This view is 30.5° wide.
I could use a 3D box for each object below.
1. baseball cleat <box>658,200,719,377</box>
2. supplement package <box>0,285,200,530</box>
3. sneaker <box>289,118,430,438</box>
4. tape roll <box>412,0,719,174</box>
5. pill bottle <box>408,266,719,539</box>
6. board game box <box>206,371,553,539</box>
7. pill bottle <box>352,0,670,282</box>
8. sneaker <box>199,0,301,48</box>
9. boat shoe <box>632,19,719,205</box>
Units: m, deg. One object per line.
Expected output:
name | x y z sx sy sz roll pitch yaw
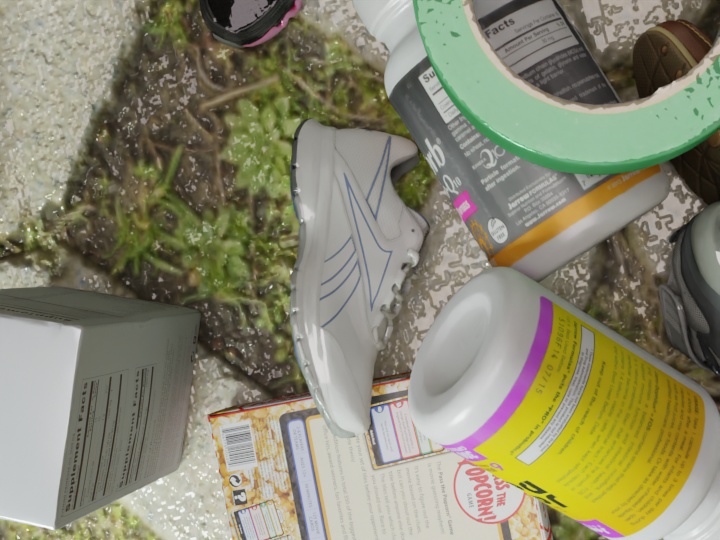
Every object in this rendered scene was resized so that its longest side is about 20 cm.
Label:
baseball cleat | 0.235 0.060 0.755 0.069 0.106 0.202 -13 77 -19
supplement package | -0.184 0.073 0.790 0.112 0.200 0.111 9 92 11
sneaker | 0.000 0.000 0.801 0.086 0.075 0.203 -1 74 3
tape roll | 0.126 -0.153 0.692 0.198 0.048 0.203 0 87 7
pill bottle | 0.132 0.088 0.749 0.199 0.104 0.105 31 97 -18
board game box | 0.015 0.145 0.829 0.197 0.046 0.154 -11 88 11
pill bottle | 0.085 -0.099 0.777 0.116 0.116 0.201 -33 84 10
sneaker | -0.055 -0.237 0.814 0.078 0.095 0.202 23 97 8
boat shoe | 0.237 -0.067 0.776 0.067 0.072 0.201 -36 85 -19
